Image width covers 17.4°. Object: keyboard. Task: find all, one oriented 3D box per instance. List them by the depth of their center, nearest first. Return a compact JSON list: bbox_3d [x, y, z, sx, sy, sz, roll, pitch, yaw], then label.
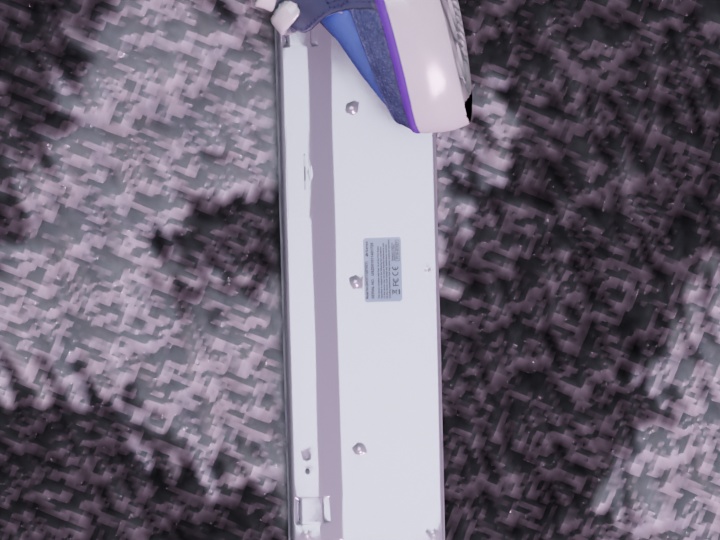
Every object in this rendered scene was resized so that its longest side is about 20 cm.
[{"bbox_3d":[0.000,0.000,0.828,0.056,0.011,0.202,-2,95,-7],"label":"keyboard"}]

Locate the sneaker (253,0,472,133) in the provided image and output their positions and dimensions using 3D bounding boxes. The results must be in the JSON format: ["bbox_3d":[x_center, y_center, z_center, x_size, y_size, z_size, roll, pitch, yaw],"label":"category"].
[{"bbox_3d":[-0.057,-0.121,0.784,0.145,0.081,0.201,-20,98,9],"label":"sneaker"}]
